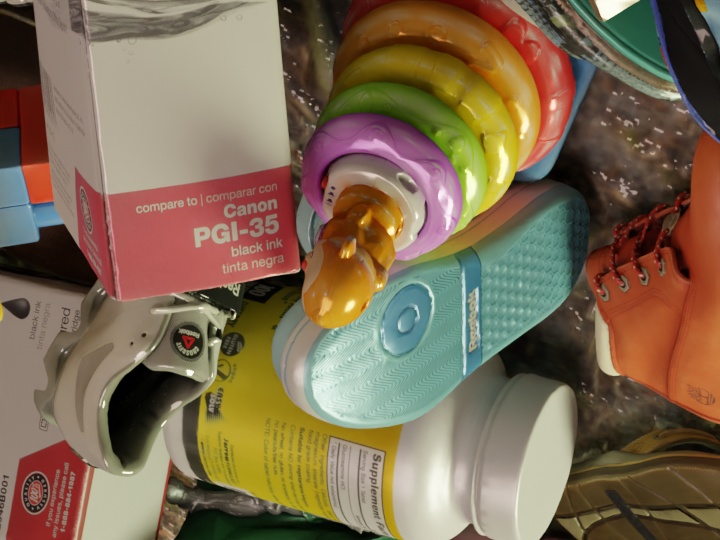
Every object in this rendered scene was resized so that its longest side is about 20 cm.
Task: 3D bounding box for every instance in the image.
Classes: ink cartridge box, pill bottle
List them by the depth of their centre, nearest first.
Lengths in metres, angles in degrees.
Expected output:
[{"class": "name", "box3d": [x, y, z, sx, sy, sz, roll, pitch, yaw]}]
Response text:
[{"class": "ink cartridge box", "box3d": [-0.086, -0.107, 0.907, 0.147, 0.082, 0.202, -134, 38, -67]}, {"class": "pill bottle", "box3d": [0.006, 0.076, 1.155, 0.198, 0.113, 0.113, 14, 141, 22]}, {"class": "ink cartridge box", "box3d": [-0.204, 0.072, 1.257, 0.198, 0.146, 0.084, 11, -179, 31]}]

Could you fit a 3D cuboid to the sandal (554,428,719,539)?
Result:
[{"class": "sandal", "box3d": [0.165, 0.113, 1.142, 0.080, 0.054, 0.200, 50, 155, -16]}]

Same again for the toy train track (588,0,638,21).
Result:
[{"class": "toy train track", "box3d": [0.054, -0.185, 0.828, 0.201, 0.114, 0.033, 59, 180, -12]}]

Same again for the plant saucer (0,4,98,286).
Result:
[{"class": "plant saucer", "box3d": [-0.168, -0.073, 1.171, 0.199, 0.035, 0.201, 20, 144, 15]}]

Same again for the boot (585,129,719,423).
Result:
[{"class": "boot", "box3d": [0.147, -0.003, 0.995, 0.106, 0.075, 0.201, 20, 145, 23]}]

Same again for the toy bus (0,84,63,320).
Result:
[{"class": "toy bus", "box3d": [-0.225, -0.064, 1.083, 0.190, 0.201, 0.136, -12, 139, -3]}]

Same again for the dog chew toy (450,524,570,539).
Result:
[{"class": "dog chew toy", "box3d": [0.109, 0.207, 1.239, 0.200, 0.125, 0.125, 39, 145, 4]}]

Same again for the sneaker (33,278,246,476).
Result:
[{"class": "sneaker", "box3d": [-0.087, 0.011, 1.096, 0.074, 0.201, 0.088, 15, -164, -36]}]

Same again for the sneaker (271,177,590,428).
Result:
[{"class": "sneaker", "box3d": [0.000, 0.000, 1.007, 0.130, 0.199, 0.080, 22, 121, 33]}]

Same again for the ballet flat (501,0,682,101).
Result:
[{"class": "ballet flat", "box3d": [0.064, -0.144, 0.895, 0.200, 0.074, 0.074, 48, 142, -11]}]

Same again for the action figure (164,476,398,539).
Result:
[{"class": "action figure", "box3d": [-0.009, 0.117, 1.235, 0.198, 0.119, 0.055, 1, 144, 22]}]

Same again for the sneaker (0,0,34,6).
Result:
[{"class": "sneaker", "box3d": [-0.167, -0.170, 1.025, 0.198, 0.078, 0.080, 4, 125, 30]}]

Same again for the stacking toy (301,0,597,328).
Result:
[{"class": "stacking toy", "box3d": [0.018, -0.045, 0.920, 0.109, 0.201, 0.117, 26, 136, 5]}]

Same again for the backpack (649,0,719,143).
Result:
[{"class": "backpack", "box3d": [0.184, -0.125, 0.763, 0.181, 0.135, 0.201, 6, 137, 31]}]
